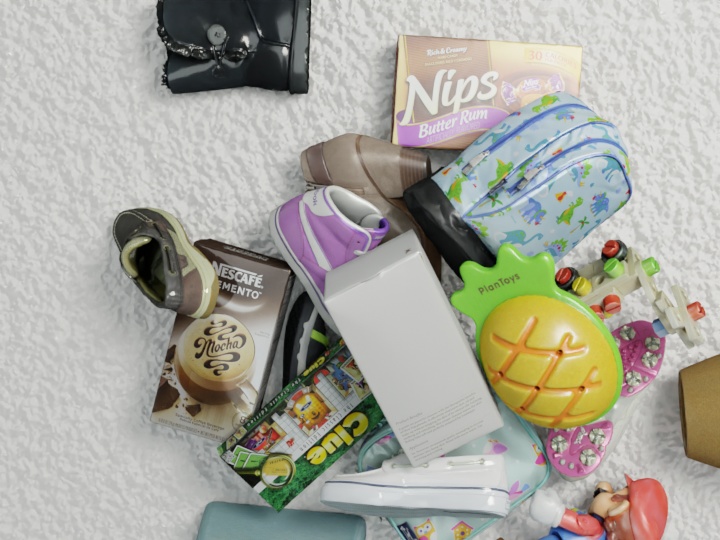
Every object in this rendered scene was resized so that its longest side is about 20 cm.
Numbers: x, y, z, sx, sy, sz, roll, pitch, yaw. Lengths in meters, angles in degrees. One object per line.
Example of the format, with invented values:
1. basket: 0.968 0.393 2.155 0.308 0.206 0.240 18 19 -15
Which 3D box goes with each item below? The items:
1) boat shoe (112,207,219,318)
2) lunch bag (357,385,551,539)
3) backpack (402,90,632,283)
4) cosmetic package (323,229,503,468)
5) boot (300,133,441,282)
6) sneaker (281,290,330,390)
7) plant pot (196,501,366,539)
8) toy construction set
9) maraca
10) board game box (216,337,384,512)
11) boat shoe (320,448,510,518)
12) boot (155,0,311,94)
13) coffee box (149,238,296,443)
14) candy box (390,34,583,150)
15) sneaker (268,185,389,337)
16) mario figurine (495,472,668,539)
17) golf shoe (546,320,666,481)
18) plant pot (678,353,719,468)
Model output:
1. boat shoe: -0.218 -0.017 0.910 0.200 0.065 0.073 39 109 42
2. lunch bag: 0.097 0.210 0.970 0.199 0.077 0.162 -35 94 5
3. backpack: 0.168 -0.079 0.863 0.200 0.153 0.164 -46 134 -7
4. cosmetic package: 0.052 0.077 0.864 0.106 0.085 0.202 -24 106 7
5. boot: 0.010 -0.053 0.955 0.143 0.070 0.204 1 114 17
6. sneaker: -0.045 0.121 0.981 0.081 0.072 0.204 3 100 -14
7. plant pot: -0.099 0.386 0.933 0.192 0.200 0.200 5 95 2
8. toy construction set: 0.255 0.048 0.919 0.197 0.132 0.092 -20 129 25
9. maraca: 0.168 0.067 0.835 0.136 0.107 0.202 -27 104 31
10. board game box: -0.046 0.159 0.935 0.200 0.023 0.105 -42 120 -2
11. boat shoe: 0.057 0.220 0.911 0.196 0.074 0.068 2 65 8
12. boot: -0.134 -0.288 0.930 0.165 0.076 0.204 3 102 -2
13. coffee box: -0.149 0.077 0.964 0.111 0.080 0.204 15 96 1
14. candy box: 0.133 -0.187 0.942 0.196 0.056 0.119 4 97 0
15. sneaker: 0.000 0.000 0.916 0.113 0.073 0.201 -21 119 36
16. mario figurine: 0.242 0.280 0.962 0.197 0.124 0.107 -26 74 2
17. golf shoe: 0.271 0.146 0.968 0.075 0.092 0.201 31 74 28
18. plant pot: 0.441 0.146 0.916 0.196 0.186 0.190 -4 96 16
